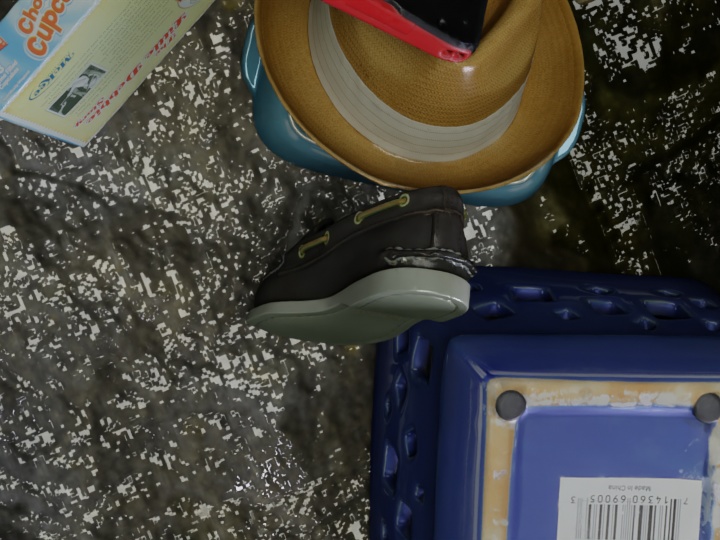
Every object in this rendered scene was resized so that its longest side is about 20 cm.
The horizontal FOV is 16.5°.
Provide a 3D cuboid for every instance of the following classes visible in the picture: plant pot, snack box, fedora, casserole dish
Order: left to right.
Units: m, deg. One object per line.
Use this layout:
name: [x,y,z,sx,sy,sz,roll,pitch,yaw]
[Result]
snack box: [-0.113,-0.155,1.291,0.037,0.116,0.200,45,97,16]
casserole dish: [0.033,-0.102,1.375,0.199,0.039,0.122,12,96,-10]
fedora: [0.040,-0.138,1.297,0.199,0.082,0.202,8,59,-13]
plant pot: [0.116,0.110,1.353,0.199,0.180,0.201,2,99,-9]

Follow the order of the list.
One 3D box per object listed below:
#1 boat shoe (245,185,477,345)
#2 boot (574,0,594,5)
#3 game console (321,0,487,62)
boat shoe: [0.000,0.000,1.318,0.071,0.201,0.061,12,77,-27]
boot: [0.132,-0.261,1.347,0.154,0.072,0.200,37,87,-14]
game console: [0.000,-0.221,1.239,0.176,0.031,0.201,26,61,-26]
